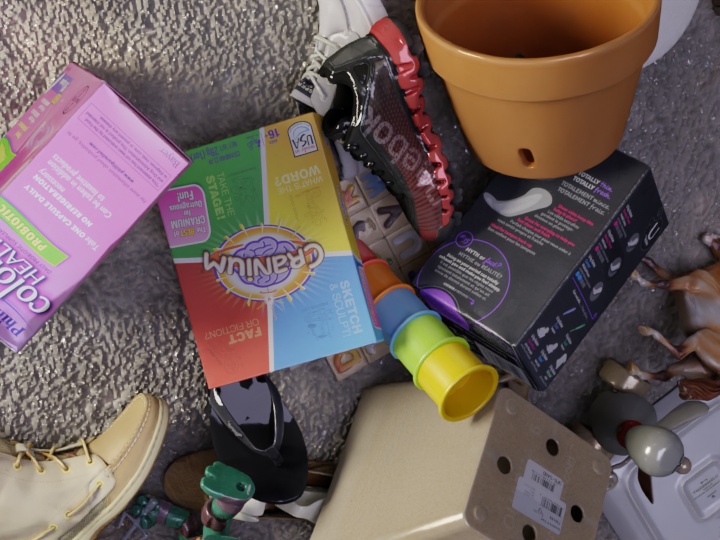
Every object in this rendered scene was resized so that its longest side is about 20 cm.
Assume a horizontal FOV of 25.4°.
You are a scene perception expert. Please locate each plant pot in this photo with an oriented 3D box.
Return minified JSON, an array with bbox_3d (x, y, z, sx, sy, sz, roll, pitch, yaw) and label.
[{"bbox_3d":[0.151,-0.172,1.341,0.200,0.200,0.140,-18,131,-13],"label":"plant pot"},{"bbox_3d":[0.102,0.208,1.392,0.200,0.177,0.200,35,54,-21],"label":"plant pot"}]

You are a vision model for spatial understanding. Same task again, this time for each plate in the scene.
[{"bbox_3d":[0.341,0.214,1.590,0.200,0.032,0.200,-36,109,-8],"label":"plate"}]

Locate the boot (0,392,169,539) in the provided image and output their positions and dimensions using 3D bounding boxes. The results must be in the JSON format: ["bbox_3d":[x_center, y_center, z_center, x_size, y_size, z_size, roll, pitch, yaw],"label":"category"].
[{"bbox_3d":[-0.273,0.160,1.361,0.155,0.073,0.200,37,94,-24],"label":"boot"}]

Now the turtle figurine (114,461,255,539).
[{"bbox_3d":[-0.148,0.258,1.396,0.101,0.200,0.150,-5,59,-33],"label":"turtle figurine"}]

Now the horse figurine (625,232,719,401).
[{"bbox_3d":[0.309,0.047,1.497,0.133,0.050,0.200,12,54,-20],"label":"horse figurine"}]

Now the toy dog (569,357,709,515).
[{"bbox_3d":[0.265,0.160,1.473,0.096,0.200,0.132,28,115,-12],"label":"toy dog"}]

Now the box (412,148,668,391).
[{"bbox_3d":[0.161,-0.016,1.404,0.200,0.122,0.106,-51,148,-10],"label":"box"}]

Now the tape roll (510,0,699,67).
[{"bbox_3d":[0.216,-0.275,1.444,0.203,0.037,0.203,-4,102,-17],"label":"tape roll"}]

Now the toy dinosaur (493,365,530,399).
[{"bbox_3d":[0.162,0.066,1.499,0.101,0.058,0.200,15,105,-35],"label":"toy dinosaur"}]

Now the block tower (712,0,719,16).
[{"bbox_3d":[0.371,-0.237,1.492,0.054,0.058,0.200,-28,110,-10],"label":"block tower"}]

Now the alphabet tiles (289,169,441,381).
[{"bbox_3d":[0.000,0.000,1.449,0.200,0.006,0.166,-30,109,-9],"label":"alphabet tiles"}]

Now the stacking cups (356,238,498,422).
[{"bbox_3d":[0.034,0.044,1.364,0.060,0.200,0.061,-26,141,-23],"label":"stacking cups"}]

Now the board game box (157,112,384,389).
[{"bbox_3d":[-0.080,-0.016,1.344,0.153,0.040,0.200,-17,88,9],"label":"board game box"}]

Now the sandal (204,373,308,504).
[{"bbox_3d":[-0.101,0.110,1.384,0.076,0.043,0.200,-19,85,-11],"label":"sandal"}]

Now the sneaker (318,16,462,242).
[{"bbox_3d":[0.022,-0.107,1.339,0.098,0.071,0.200,-23,114,-11],"label":"sneaker"}]

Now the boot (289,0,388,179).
[{"bbox_3d":[-0.019,-0.176,1.369,0.096,0.074,0.200,-30,108,-14],"label":"boot"}]

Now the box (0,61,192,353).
[{"bbox_3d":[-0.249,-0.057,1.268,0.097,0.176,0.200,42,87,-21],"label":"box"}]

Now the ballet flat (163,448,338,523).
[{"bbox_3d":[-0.074,0.202,1.433,0.200,0.072,0.068,9,103,-19],"label":"ballet flat"}]
